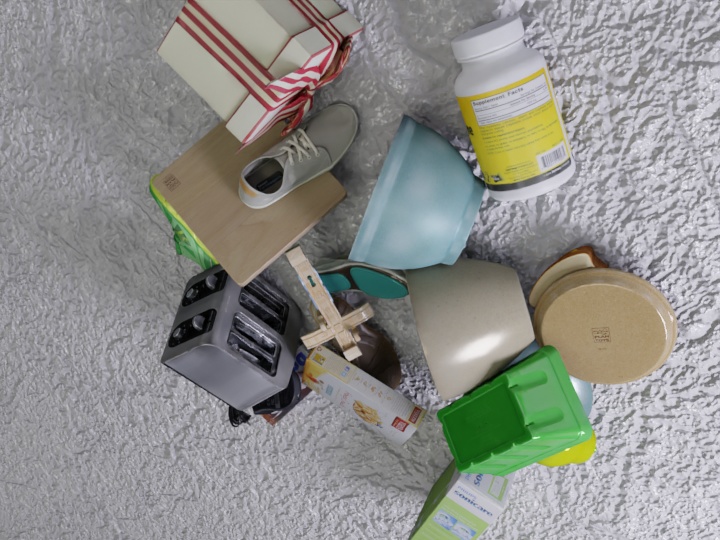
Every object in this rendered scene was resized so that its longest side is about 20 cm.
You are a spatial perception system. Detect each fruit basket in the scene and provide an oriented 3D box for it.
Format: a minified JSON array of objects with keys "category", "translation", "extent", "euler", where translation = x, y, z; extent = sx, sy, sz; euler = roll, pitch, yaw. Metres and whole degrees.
[{"category":"fruit basket","translation":[0.242,0.209,1.078],"extent":[0.215,0.215,0.156],"euler":[-35,66,36]}]

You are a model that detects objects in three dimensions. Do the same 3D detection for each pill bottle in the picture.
[{"category":"pill bottle","translation":[0.180,-0.195,0.927],"extent":[0.112,0.112,0.201],"euler":[-11,112,30]}]

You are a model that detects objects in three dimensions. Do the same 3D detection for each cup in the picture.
[{"category":"cup","translation":[0.157,0.065,1.058],"extent":[0.143,0.200,0.201],"euler":[-16,112,8]}]

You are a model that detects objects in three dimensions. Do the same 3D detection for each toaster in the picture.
[{"category":"toaster","translation":[-0.197,0.111,1.225],"extent":[0.118,0.181,0.200],"euler":[-28,126,33]}]

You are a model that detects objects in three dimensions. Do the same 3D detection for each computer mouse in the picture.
[{"category":"computer mouse","translation":[-0.165,0.185,1.335],"extent":[0.200,0.046,0.141],"euler":[-26,68,40]}]

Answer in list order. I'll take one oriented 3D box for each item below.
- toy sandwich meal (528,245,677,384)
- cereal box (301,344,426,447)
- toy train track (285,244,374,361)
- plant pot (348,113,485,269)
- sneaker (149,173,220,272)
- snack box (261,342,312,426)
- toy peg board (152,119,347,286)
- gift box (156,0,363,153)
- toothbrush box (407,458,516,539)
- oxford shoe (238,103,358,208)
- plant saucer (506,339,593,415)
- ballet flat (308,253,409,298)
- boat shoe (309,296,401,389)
[{"category":"toy sandwich meal","translation":[0.324,0.065,1.039],"extent":[0.204,0.070,0.206],"euler":[10,123,16]},{"category":"cereal box","translation":[0.001,0.201,1.220],"extent":[0.200,0.040,0.144],"euler":[32,156,7]},{"category":"toy train track","translation":[-0.051,0.053,1.117],"extent":[0.114,0.033,0.200],"euler":[-28,112,3]},{"category":"plant pot","translation":[0.081,-0.085,0.999],"extent":[0.134,0.201,0.201],"euler":[21,126,-1]},{"category":"sneaker","translation":[-0.285,-0.066,1.252],"extent":[0.083,0.074,0.200],"euler":[-28,103,31]},{"category":"snack box","translation":[-0.127,0.203,1.361],"extent":[0.072,0.024,0.200],"euler":[44,127,-1]},{"category":"toy peg board","translation":[-0.155,-0.108,1.116],"extent":[0.200,0.098,0.199],"euler":[-41,82,-6]},{"category":"gift box","translation":[-0.129,-0.277,0.982],"extent":[0.187,0.200,0.184],"euler":[44,132,-5]},{"category":"toothbrush box","translation":[0.167,0.366,1.236],"extent":[0.086,0.146,0.200],"euler":[31,126,7]},{"category":"oxford shoe","translation":[-0.083,-0.158,1.046],"extent":[0.075,0.200,0.058],"euler":[50,172,12]},{"category":"plant saucer","translation":[0.247,0.190,1.162],"extent":[0.200,0.039,0.202],"euler":[12,123,20]},{"category":"ballet flat","translation":[0.000,0.000,1.145],"extent":[0.199,0.069,0.070],"euler":[0,118,39]},{"category":"boat shoe","translation":[-0.006,0.116,1.234],"extent":[0.200,0.071,0.064],"euler":[53,161,-20]}]
